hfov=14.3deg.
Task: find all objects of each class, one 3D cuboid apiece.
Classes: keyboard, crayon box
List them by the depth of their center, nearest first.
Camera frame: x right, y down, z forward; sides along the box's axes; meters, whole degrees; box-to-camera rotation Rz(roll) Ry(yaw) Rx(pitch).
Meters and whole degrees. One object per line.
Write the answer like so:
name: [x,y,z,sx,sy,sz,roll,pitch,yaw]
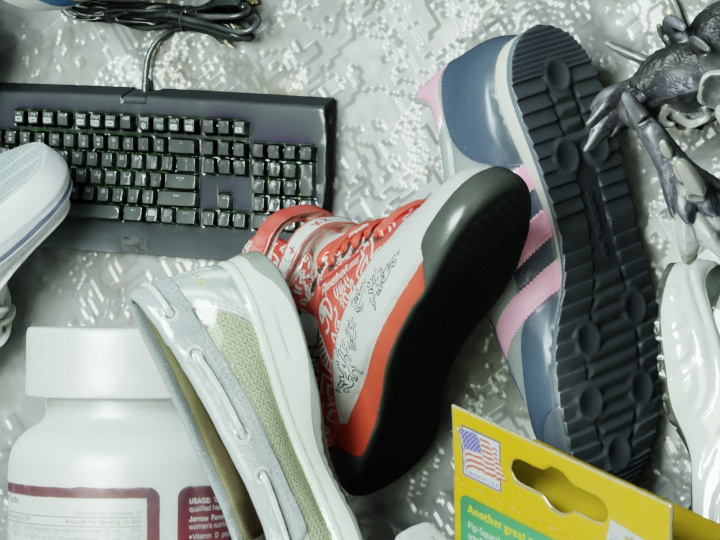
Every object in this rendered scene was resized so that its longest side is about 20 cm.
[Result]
crayon box: [0.098,0.155,1.164,0.126,0.051,0.201,23,125,45]
keyboard: [-0.103,-0.071,1.334,0.199,0.021,0.128,4,92,25]

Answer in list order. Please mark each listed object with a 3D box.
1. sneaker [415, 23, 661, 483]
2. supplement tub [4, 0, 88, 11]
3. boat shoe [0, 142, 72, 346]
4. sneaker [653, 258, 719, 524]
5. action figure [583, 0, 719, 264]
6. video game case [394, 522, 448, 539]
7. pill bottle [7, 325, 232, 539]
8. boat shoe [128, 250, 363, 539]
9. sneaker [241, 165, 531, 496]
sneaker: [0.074,-0.001,1.235,0.082,0.070,0.201,-11,87,48]
supplement tub: [-0.082,-0.205,1.254,0.199,0.145,0.145,-14,84,24]
boat shoe: [-0.195,0.014,1.357,0.200,0.074,0.067,-34,116,30]
sneaker: [0.173,0.090,1.175,0.079,0.074,0.201,-10,87,17]
action figure: [0.164,-0.054,1.153,0.119,0.200,0.102,-35,114,-3]
video game case: [0.053,0.233,1.194,0.182,0.023,0.200,46,137,29]
pill bottle: [-0.103,0.125,1.284,0.109,0.109,0.201,0,90,25]
boat shoe: [-0.044,0.096,1.204,0.065,0.074,0.203,-14,96,-19]
sneaker: [-0.001,0.001,1.219,0.108,0.067,0.202,49,144,22]
